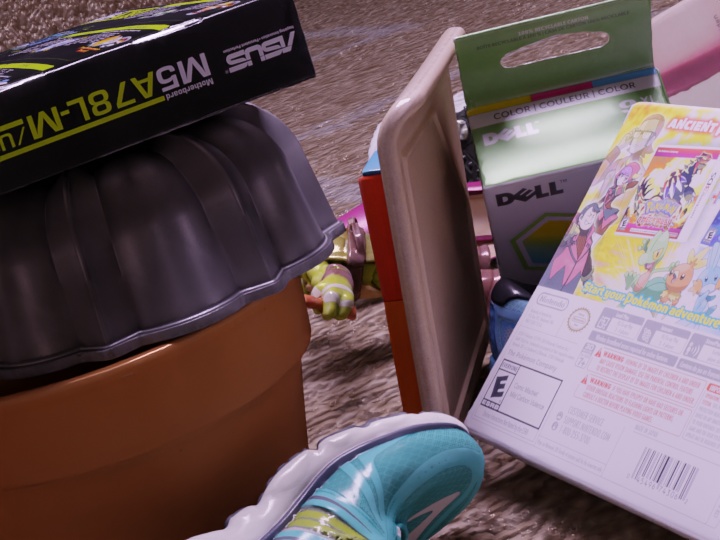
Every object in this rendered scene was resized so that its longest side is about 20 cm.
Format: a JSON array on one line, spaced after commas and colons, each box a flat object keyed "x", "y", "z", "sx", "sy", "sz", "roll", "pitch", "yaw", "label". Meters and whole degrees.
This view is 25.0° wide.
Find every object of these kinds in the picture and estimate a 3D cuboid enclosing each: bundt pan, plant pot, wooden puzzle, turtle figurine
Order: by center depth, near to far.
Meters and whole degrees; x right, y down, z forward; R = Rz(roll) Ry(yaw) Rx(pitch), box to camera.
[{"x": -0.113, "y": -0.024, "z": 0.741, "sx": 0.202, "sy": 0.076, "sz": 0.202, "roll": -16, "pitch": 16, "yaw": 5, "label": "bundt pan"}, {"x": -0.107, "y": 0.083, "z": 0.763, "sx": 0.200, "sy": 0.140, "sz": 0.200, "roll": -15, "pitch": 16, "yaw": 5, "label": "plant pot"}, {"x": 0.034, "y": -0.010, "z": 0.825, "sx": 0.037, "sy": 0.200, "sz": 0.185, "roll": -2, "pitch": 18, "yaw": 12, "label": "wooden puzzle"}, {"x": 0.000, "y": 0.000, "z": 0.996, "sx": 0.161, "sy": 0.064, "sz": 0.200, "roll": 5, "pitch": 1, "yaw": -7, "label": "turtle figurine"}]

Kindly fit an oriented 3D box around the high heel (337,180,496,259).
[{"x": 0.065, "y": -0.031, "z": 1.100, "sx": 0.200, "sy": 0.067, "sz": 0.096, "roll": -19, "pitch": 5, "yaw": -18, "label": "high heel"}]

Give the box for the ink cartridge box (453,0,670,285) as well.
[{"x": 0.117, "y": -0.045, "z": 0.860, "sx": 0.104, "sy": 0.200, "sz": 0.059, "roll": -12, "pitch": 51, "yaw": 4, "label": "ink cartridge box"}]

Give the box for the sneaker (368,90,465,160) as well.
[{"x": 0.089, "y": -0.108, "z": 1.341, "sx": 0.099, "sy": 0.078, "sz": 0.200, "roll": 3, "pitch": 26, "yaw": 43, "label": "sneaker"}]

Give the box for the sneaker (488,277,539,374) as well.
[{"x": 0.157, "y": 0.012, "z": 0.821, "sx": 0.200, "sy": 0.090, "sz": 0.078, "roll": -18, "pitch": 16, "yaw": -7, "label": "sneaker"}]

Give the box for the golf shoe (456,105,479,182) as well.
[{"x": 0.152, "y": -0.090, "z": 1.237, "sx": 0.088, "sy": 0.077, "sz": 0.200, "roll": -16, "pitch": 19, "yaw": -39, "label": "golf shoe"}]

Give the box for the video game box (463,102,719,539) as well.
[{"x": 0.147, "y": 0.019, "z": 0.701, "sx": 0.182, "sy": 0.047, "sz": 0.200, "roll": -63, "pitch": 27, "yaw": -4, "label": "video game box"}]

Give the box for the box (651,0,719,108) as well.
[{"x": 0.222, "y": -0.114, "z": 1.025, "sx": 0.200, "sy": 0.109, "sz": 0.128, "roll": -28, "pitch": -3, "yaw": 35, "label": "box"}]

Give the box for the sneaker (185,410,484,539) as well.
[{"x": -0.014, "y": 0.131, "z": 0.668, "sx": 0.080, "sy": 0.078, "sz": 0.200, "roll": 24, "pitch": 45, "yaw": 39, "label": "sneaker"}]

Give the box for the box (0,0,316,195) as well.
[{"x": -0.149, "y": -0.072, "z": 0.719, "sx": 0.193, "sy": 0.048, "sz": 0.200, "roll": -22, "pitch": 15, "yaw": -27, "label": "box"}]
